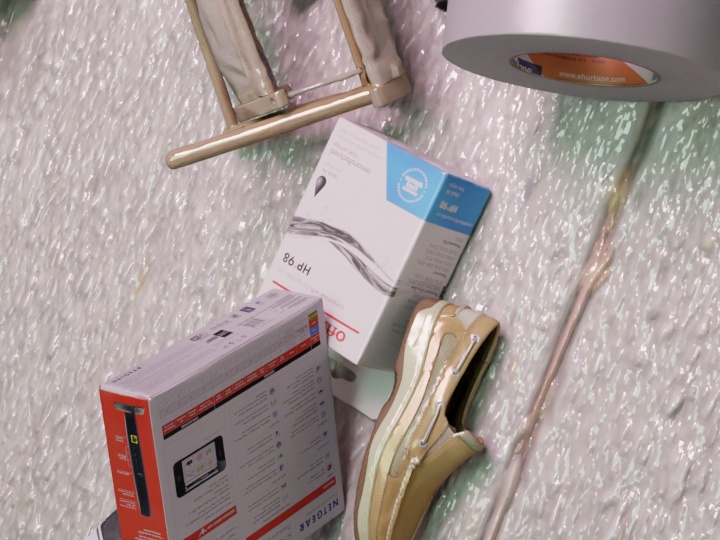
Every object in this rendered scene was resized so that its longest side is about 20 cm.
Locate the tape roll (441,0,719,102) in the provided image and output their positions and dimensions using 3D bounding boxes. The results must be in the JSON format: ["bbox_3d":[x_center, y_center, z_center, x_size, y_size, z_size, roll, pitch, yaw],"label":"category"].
[{"bbox_3d":[0.159,-0.169,1.505,0.200,0.200,0.066,5,83,35],"label":"tape roll"}]

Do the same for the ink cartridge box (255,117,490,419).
[{"bbox_3d":[0.000,0.000,1.664,0.116,0.067,0.200,29,98,34],"label":"ink cartridge box"}]

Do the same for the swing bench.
[{"bbox_3d":[-0.072,-0.205,1.673,0.200,0.130,0.199,-15,98,24],"label":"swing bench"}]

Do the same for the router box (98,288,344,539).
[{"bbox_3d":[-0.096,0.132,1.587,0.049,0.200,0.180,10,115,35],"label":"router box"}]

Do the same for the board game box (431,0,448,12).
[{"bbox_3d":[0.064,-0.317,1.704,0.135,0.028,0.200,-43,60,21],"label":"board game box"}]

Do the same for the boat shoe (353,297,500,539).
[{"bbox_3d":[0.054,0.123,1.606,0.076,0.072,0.201,14,89,24],"label":"boat shoe"}]

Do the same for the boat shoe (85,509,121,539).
[{"bbox_3d":[-0.148,0.262,1.718,0.068,0.072,0.200,-48,51,19],"label":"boat shoe"}]
